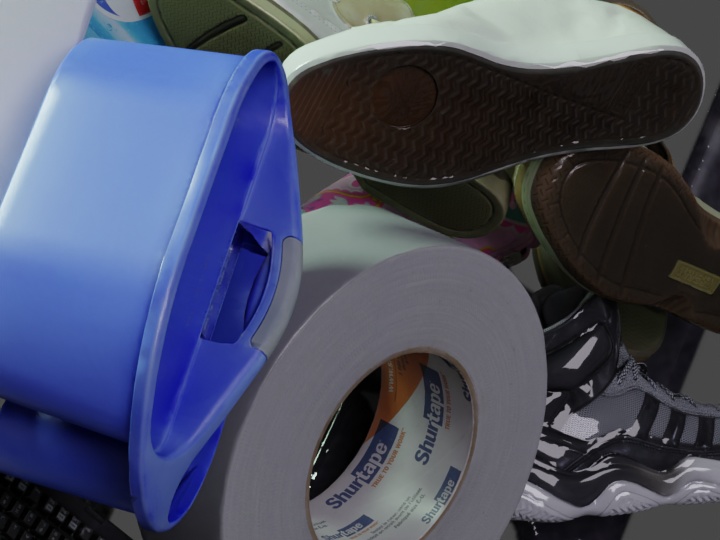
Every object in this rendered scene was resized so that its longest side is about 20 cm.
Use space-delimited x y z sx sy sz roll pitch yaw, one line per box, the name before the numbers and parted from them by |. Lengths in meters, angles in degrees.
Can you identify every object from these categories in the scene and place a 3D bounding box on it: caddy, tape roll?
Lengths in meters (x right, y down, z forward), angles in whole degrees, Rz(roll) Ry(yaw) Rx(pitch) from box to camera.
caddy | -0.076 0.003 0.946 0.104 0.142 0.201 11 58 10
tape roll | -0.006 0.074 1.094 0.200 0.066 0.201 -22 123 -38

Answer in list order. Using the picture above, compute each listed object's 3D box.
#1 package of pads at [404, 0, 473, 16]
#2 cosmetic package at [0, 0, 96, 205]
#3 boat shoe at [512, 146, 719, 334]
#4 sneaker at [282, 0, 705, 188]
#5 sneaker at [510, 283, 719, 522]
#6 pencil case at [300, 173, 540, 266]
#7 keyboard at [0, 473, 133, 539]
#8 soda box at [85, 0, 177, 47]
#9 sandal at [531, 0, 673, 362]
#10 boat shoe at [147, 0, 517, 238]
package of pads | 0.014 -0.184 1.193 0.200 0.154 0.068 49 60 -6
cosmetic package | -0.215 -0.034 1.006 0.123 0.200 0.200 23 66 -19
boat shoe | 0.128 -0.023 1.186 0.072 0.076 0.200 -54 137 5
sneaker | 0.048 -0.088 1.086 0.199 0.073 0.085 -2 32 -22
sneaker | 0.139 0.060 1.219 0.199 0.075 0.114 -5 93 -25
pencil case | 0.000 0.000 1.172 0.200 0.087 0.088 -32 91 -31
keyboard | -0.124 0.114 1.069 0.200 0.021 0.128 44 58 -38
soda box | -0.133 -0.137 1.115 0.064 0.068 0.201 -38 116 -30
sandal | 0.136 -0.052 1.273 0.080 0.054 0.201 10 77 -24
boat shoe | -0.009 -0.095 1.124 0.200 0.075 0.069 35 54 -20
